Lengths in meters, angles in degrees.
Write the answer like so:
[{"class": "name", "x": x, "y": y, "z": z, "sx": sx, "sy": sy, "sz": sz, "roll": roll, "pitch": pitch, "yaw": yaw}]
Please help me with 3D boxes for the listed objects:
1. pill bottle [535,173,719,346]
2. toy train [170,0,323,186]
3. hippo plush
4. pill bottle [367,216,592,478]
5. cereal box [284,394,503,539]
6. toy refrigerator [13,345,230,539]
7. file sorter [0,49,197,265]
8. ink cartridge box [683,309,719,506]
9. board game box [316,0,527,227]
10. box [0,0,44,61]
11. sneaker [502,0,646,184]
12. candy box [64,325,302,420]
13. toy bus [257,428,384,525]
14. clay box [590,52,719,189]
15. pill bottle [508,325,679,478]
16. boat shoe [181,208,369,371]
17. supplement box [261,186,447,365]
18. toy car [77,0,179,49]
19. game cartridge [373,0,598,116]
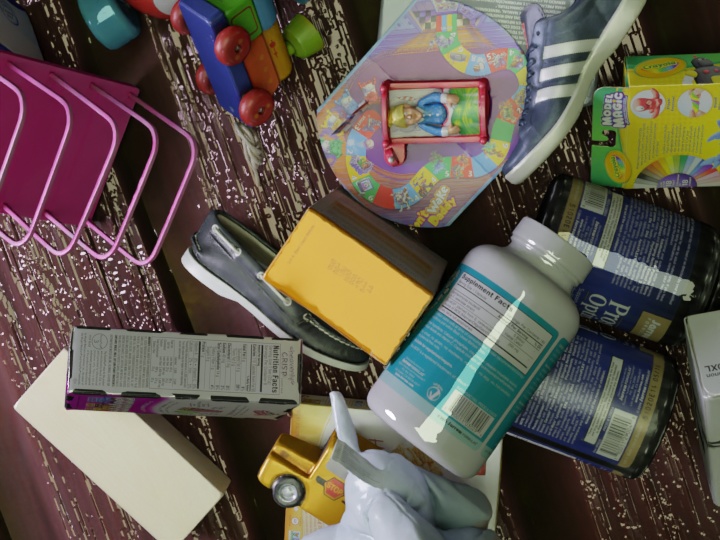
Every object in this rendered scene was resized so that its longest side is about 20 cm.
[{"class": "pill bottle", "x": 0.244, "y": -0.001, "z": 1.263, "sx": 0.198, "sy": 0.112, "sz": 0.113, "roll": 20, "pitch": 102, "yaw": 4}, {"class": "toy train", "x": -0.080, "y": -0.180, "z": 1.292, "sx": 0.115, "sy": 0.201, "sz": 0.084, "roll": -39, "pitch": 50, "yaw": -17}, {"class": "hippo plush", "x": 0.010, "y": 0.244, "z": 1.202, "sx": 0.199, "sy": 0.160, "sz": 0.161, "roll": 34, "pitch": 112, "yaw": -20}, {"class": "pill bottle", "x": 0.102, "y": 0.058, "z": 1.174, "sx": 0.110, "sy": 0.111, "sz": 0.201, "roll": 36, "pitch": 88, "yaw": -1}, {"class": "cereal box", "x": 0.031, "y": 0.197, "z": 1.360, "sx": 0.197, "sy": 0.040, "sz": 0.146, "roll": 4, "pitch": 100, "yaw": 6}, {"class": "toy refrigerator", "x": -0.221, "y": 0.163, "z": 1.371, "sx": 0.200, "sy": 0.070, "sz": 0.076, "roll": 42, "pitch": 95, "yaw": -2}, {"class": "file sorter", "x": -0.259, "y": -0.092, "z": 1.245, "sx": 0.125, "sy": 0.199, "sz": 0.140, "roll": 33, "pitch": 105, "yaw": 37}, {"class": "ink cartridge box", "x": 0.355, "y": 0.108, "z": 1.226, "sx": 0.144, "sy": 0.084, "sz": 0.201, "roll": -11, "pitch": 143, "yaw": 9}, {"class": "board game box", "x": 0.059, "y": -0.130, "z": 1.265, "sx": 0.158, "sy": 0.039, "sz": 0.200, "roll": 43, "pitch": 106, "yaw": -4}, {"class": "box", "x": -0.406, "y": -0.181, "z": 1.263, "sx": 0.199, "sy": 0.184, "sz": 0.106, "roll": -32, "pitch": 61, "yaw": 11}, {"class": "sneaker", "x": 0.158, "y": -0.173, "z": 1.231, "sx": 0.084, "sy": 0.075, "sz": 0.201, "roll": 30, "pitch": 93, "yaw": -2}, {"class": "candy box", "x": -0.158, "y": 0.092, "z": 1.281, "sx": 0.198, "sy": 0.136, "sz": 0.062, "roll": 5, "pitch": 78, "yaw": -12}, {"class": "toy bus", "x": 0.009, "y": 0.205, "z": 1.310, "sx": 0.199, "sy": 0.065, "sz": 0.079, "roll": 32, "pitch": 102, "yaw": 0}, {"class": "clay box", "x": 0.295, "y": -0.127, "z": 1.240, "sx": 0.197, "sy": 0.048, "sz": 0.116, "roll": 0, "pitch": 135, "yaw": 6}, {"class": "pill bottle", "x": 0.168, "y": 0.098, "z": 1.282, "sx": 0.198, "sy": 0.112, "sz": 0.113, "roll": 20, "pitch": 102, "yaw": 3}, {"class": "boat shoe", "x": -0.068, "y": 0.018, "z": 1.323, "sx": 0.199, "sy": 0.076, "sz": 0.061, "roll": 31, "pitch": 108, "yaw": 0}, {"class": "supplement box", "x": 0.000, "y": 0.000, "z": 1.247, "sx": 0.125, "sy": 0.200, "sz": 0.074, "roll": 35, "pitch": 101, "yaw": 1}, {"class": "toy car", "x": -0.195, "y": -0.297, "z": 1.217, "sx": 0.183, "sy": 0.200, "sz": 0.178, "roll": -30, "pitch": 92, "yaw": 11}, {"class": "game cartridge", "x": 0.113, "y": -0.204, "z": 1.283, "sx": 0.198, "sy": 0.041, "sz": 0.135, "roll": 7, "pitch": 97, "yaw": 6}]
